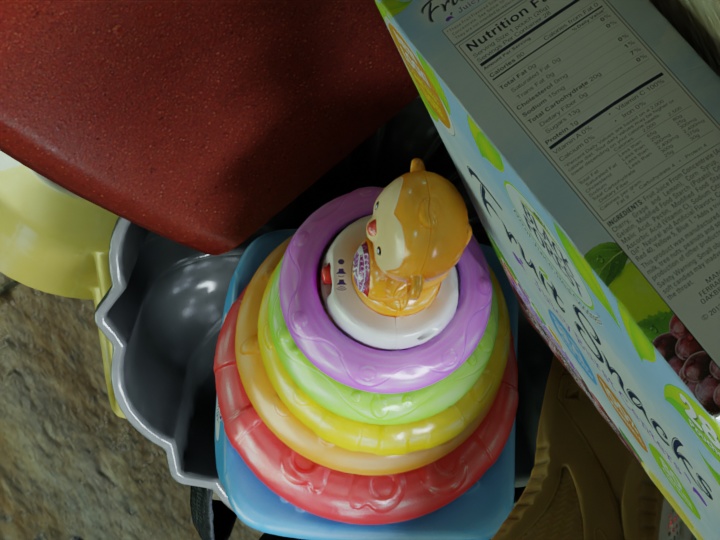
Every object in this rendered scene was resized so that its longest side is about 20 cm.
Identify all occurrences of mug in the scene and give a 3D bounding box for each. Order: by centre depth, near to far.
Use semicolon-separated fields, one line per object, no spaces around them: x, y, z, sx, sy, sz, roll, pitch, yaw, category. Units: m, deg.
-0.097;-0.051;1.221;0.187;0.149;0.153;50;173;-3;mug

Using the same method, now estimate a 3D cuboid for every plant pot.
-0.068;-0.127;0.990;0.176;0.200;0.200;49;-178;-39;plant pot

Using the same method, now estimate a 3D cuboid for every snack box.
0.095;0.010;0.837;0.200;0.068;0.169;53;174;42;snack box

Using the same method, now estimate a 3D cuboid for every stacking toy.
0.009;0.014;0.973;0.200;0.109;0.116;105;168;-71;stacking toy

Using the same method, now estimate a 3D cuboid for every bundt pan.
0.000;0.000;1.123;0.202;0.202;0.076;59;-168;-27;bundt pan

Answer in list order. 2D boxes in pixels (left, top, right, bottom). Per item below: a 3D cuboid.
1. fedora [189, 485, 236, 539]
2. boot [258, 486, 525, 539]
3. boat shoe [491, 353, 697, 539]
-0.012;0.029;1.268;0.201;0.091;0.201;12;-90;-89;fedora
0.073;0.139;1.215;0.139;0.200;0.077;63;-154;-18;boot
0.087;0.099;1.013;0.071;0.200;0.069;10;159;34;boat shoe
